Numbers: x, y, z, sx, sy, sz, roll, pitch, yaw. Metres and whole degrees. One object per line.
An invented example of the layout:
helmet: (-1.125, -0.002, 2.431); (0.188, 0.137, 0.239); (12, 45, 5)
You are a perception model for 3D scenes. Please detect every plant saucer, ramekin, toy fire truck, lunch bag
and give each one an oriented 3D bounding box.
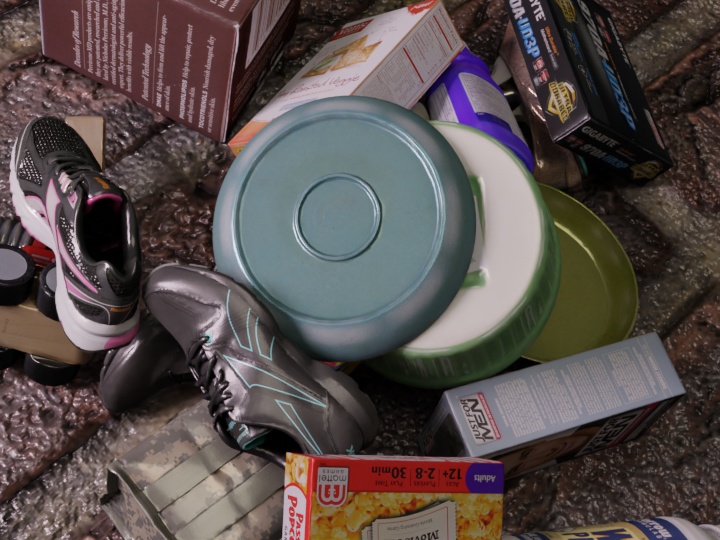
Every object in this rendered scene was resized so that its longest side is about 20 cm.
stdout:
plant saucer: (0.156, 0.005, 1.051); (0.197, 0.031, 0.202); (10, 54, -13)
ramekin: (0.056, -0.016, 0.893); (0.197, 0.098, 0.203); (-2, 77, 8)
toy fire truck: (-0.281, -0.034, 0.950); (0.174, 0.130, 0.201); (15, 38, -10)
plant saucer: (-0.015, -0.036, 0.844); (0.197, 0.027, 0.203); (-2, 77, 7)
lunch bag: (-0.071, 0.192, 0.853); (0.163, 0.118, 0.201); (-33, 77, -28)

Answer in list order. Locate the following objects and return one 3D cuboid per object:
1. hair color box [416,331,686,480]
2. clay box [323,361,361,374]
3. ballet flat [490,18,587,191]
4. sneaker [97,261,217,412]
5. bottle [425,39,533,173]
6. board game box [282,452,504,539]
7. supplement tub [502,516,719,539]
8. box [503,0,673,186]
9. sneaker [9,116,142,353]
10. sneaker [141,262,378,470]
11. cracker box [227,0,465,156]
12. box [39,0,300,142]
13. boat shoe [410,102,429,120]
hair color box: (0.154, 0.119, 0.953); (0.197, 0.099, 0.061); (-13, 64, -19)
clay box: (0.000, 0.000, 0.974); (0.200, 0.048, 0.115); (-41, 73, -1)
ballet flat: (0.161, -0.164, 1.147); (0.066, 0.068, 0.202); (-20, 61, 8)
sneaker: (-0.119, 0.054, 0.920); (0.199, 0.076, 0.091); (-38, 75, -1)
bottle: (0.103, -0.150, 1.094); (0.083, 0.065, 0.201); (29, 30, -32)
board game box: (0.019, 0.226, 0.773); (0.149, 0.046, 0.203); (5, 85, -28)
supplement tub: (0.191, 0.259, 0.852); (0.197, 0.145, 0.146); (-4, 60, -14)
box: (0.219, -0.194, 1.138); (0.158, 0.046, 0.202); (18, 49, -45)
sneaker: (-0.201, -0.045, 0.869); (0.079, 0.087, 0.201); (-10, 58, -36)
sneaker: (-0.080, 0.072, 0.808); (0.199, 0.076, 0.079); (37, 54, 8)
cracker box: (-0.012, -0.161, 1.062); (0.200, 0.133, 0.058); (-50, 119, -31)
box: (-0.168, -0.260, 1.067); (0.198, 0.165, 0.167); (26, 58, 4)
boat shoe: (0.036, -0.054, 1.051); (0.062, 0.071, 0.203); (-10, 72, 22)
